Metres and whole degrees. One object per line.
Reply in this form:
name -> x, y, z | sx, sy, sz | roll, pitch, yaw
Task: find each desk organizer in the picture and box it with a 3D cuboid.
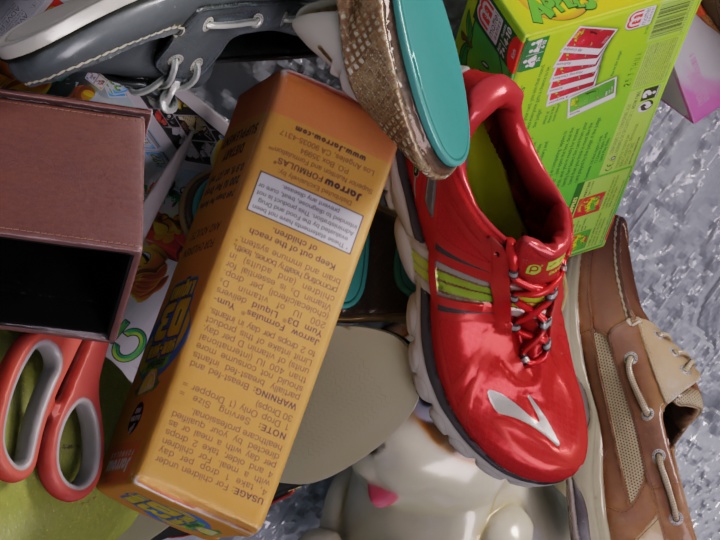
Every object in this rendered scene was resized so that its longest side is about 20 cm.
desk organizer -> -0.191, -0.031, 1.184 | 0.199, 0.077, 0.072 | 8, 140, -13

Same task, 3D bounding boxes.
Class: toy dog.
toy dog -> 0.056, 0.122, 1.463 | 0.194, 0.139, 0.200 | -36, 131, -24

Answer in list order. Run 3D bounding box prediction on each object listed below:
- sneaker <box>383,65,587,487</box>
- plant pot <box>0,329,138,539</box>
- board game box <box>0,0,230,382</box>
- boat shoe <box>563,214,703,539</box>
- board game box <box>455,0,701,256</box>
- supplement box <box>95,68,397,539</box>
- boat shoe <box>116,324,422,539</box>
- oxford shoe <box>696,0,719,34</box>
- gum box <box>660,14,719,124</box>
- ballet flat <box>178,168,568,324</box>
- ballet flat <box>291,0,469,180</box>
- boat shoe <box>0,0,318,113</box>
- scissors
sneaker -> 0.065, 0.005, 1.284 | 0.077, 0.085, 0.201 | -23, 99, -35
plant pot -> -0.196, 0.091, 1.261 | 0.200, 0.187, 0.188 | -5, 120, -45
board game box -> -0.122, -0.038, 1.312 | 0.126, 0.035, 0.200 | -50, 132, 1
boat shoe -> 0.143, 0.065, 1.463 | 0.072, 0.201, 0.076 | -7, 160, 13
board game box -> 0.089, -0.075, 1.374 | 0.101, 0.048, 0.200 | -17, 148, -24
supplement box -> -0.049, 0.016, 1.257 | 0.069, 0.067, 0.201 | 22, 75, -17
boat shoe -> -0.052, 0.076, 1.361 | 0.201, 0.074, 0.063 | -27, 176, 24
oxford shoe -> 0.214, -0.117, 1.372 | 0.071, 0.073, 0.200 | -39, 132, -4
gum box -> 0.165, -0.187, 1.392 | 0.113, 0.066, 0.200 | -35, 131, -10
ballet flat -> 0.000, 0.000, 1.348 | 0.199, 0.063, 0.069 | 15, 74, -19
ballet flat -> -0.001, -0.134, 1.238 | 0.070, 0.065, 0.201 | -7, 86, -68
boat shoe -> -0.076, -0.103, 1.240 | 0.200, 0.073, 0.062 | -25, 102, -49
scissors -> -0.116, 0.008, 1.239 | 0.073, 0.014, 0.201 | 41, 56, -43
